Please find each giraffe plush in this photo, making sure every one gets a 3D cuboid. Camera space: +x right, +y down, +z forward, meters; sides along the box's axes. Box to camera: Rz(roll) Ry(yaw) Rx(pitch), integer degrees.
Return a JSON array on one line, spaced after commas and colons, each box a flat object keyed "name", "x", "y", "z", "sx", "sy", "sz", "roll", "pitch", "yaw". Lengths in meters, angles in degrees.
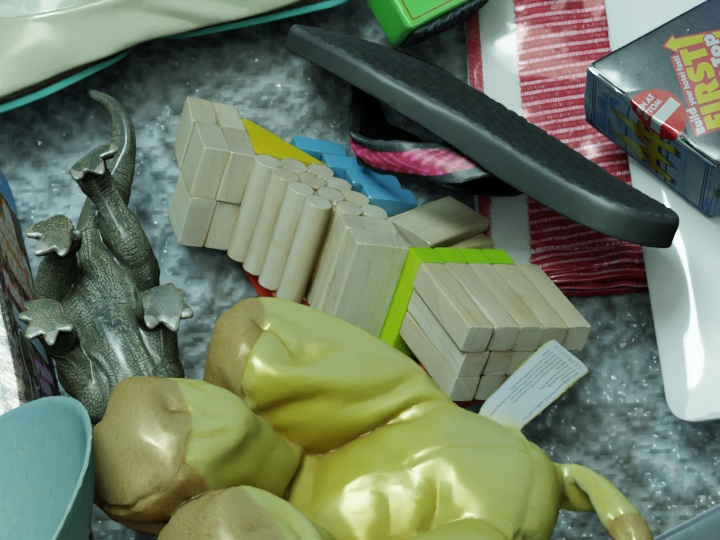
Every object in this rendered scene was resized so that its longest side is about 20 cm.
[{"name": "giraffe plush", "x": -0.009, "y": 0.118, "z": 0.807, "sx": 0.199, "sy": 0.163, "sz": 0.173, "roll": -14, "pitch": 50, "yaw": -41}]

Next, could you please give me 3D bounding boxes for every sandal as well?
[{"name": "sandal", "x": 0.037, "y": -0.047, "z": 0.897, "sx": 0.200, "sy": 0.075, "sz": 0.045, "roll": 34, "pitch": 110, "yaw": 33}]

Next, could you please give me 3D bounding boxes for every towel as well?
[{"name": "towel", "x": 0.145, "y": -0.063, "z": 0.937, "sx": 0.199, "sy": 0.023, "sz": 0.145, "roll": -3, "pitch": 71, "yaw": 2}]

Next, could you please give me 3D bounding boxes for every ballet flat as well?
[{"name": "ballet flat", "x": -0.099, "y": -0.121, "z": 0.944, "sx": 0.199, "sy": 0.070, "sz": 0.070, "roll": -19, "pitch": 71, "yaw": -9}]

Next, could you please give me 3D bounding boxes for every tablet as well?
[{"name": "tablet", "x": 0.175, "y": -0.041, "z": 0.909, "sx": 0.129, "sy": 0.014, "sz": 0.201, "roll": -7, "pitch": 70, "yaw": 2}]

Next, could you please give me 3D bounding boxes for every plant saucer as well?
[{"name": "plant saucer", "x": -0.147, "y": 0.128, "z": 0.721, "sx": 0.039, "sy": 0.201, "sz": 0.201, "roll": 46, "pitch": 77, "yaw": -20}]

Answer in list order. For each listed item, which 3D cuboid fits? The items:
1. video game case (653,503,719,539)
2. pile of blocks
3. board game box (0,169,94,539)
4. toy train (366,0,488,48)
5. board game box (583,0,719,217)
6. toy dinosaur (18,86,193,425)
[{"name": "video game case", "x": 0.121, "y": 0.166, "z": 0.789, "sx": 0.019, "sy": 0.200, "sz": 0.144, "roll": -1, "pitch": 65, "yaw": -40}, {"name": "pile of blocks", "x": 0.000, "y": 0.000, "z": 0.911, "sx": 0.200, "sy": 0.082, "sz": 0.062, "roll": 34, "pitch": 121, "yaw": 27}, {"name": "board game box", "x": -0.202, "y": 0.059, "z": 0.877, "sx": 0.159, "sy": 0.097, "sz": 0.201, "roll": -16, "pitch": 72, "yaw": -2}, {"name": "toy train", "x": 0.085, "y": -0.156, "z": 0.950, "sx": 0.199, "sy": 0.042, "sz": 0.057, "roll": -29, "pitch": 86, "yaw": -17}, {"name": "board game box", "x": 0.197, "y": -0.051, "z": 0.871, "sx": 0.199, "sy": 0.062, "sz": 0.201, "roll": -16, "pitch": 70, "yaw": 0}, {"name": "toy dinosaur", "x": -0.101, "y": 0.017, "z": 0.890, "sx": 0.077, "sy": 0.102, "sz": 0.201, "roll": -19, "pitch": 57, "yaw": -13}]
